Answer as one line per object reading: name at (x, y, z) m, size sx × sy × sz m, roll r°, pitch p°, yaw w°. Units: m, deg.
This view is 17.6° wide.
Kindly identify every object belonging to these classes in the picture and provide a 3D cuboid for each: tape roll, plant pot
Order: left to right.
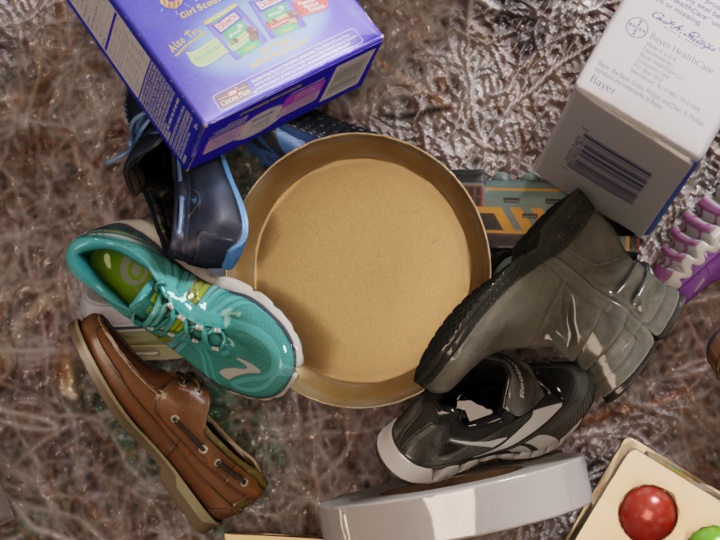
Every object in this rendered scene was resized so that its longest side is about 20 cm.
plant pot at (0.000, 0.000, 1.706) m, size 0.198 × 0.027 × 0.202 m, roll 0°, pitch 91°, yaw 13°
tape roll at (0.068, 0.169, 1.689) m, size 0.201 × 0.203 × 0.037 m, roll -11°, pitch 89°, yaw 5°

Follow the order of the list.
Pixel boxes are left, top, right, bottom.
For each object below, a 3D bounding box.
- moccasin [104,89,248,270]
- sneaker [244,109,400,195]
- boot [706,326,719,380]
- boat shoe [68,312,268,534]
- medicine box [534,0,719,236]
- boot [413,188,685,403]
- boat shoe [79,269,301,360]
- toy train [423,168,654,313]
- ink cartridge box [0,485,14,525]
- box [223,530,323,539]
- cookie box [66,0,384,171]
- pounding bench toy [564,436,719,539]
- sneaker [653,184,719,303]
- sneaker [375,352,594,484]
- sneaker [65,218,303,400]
moccasin at (-0.142, -0.082, 1.723) m, size 0.068 × 0.200 × 0.081 m, roll 0°, pitch 127°, yaw -28°
sneaker at (-0.055, -0.089, 1.770) m, size 0.199 × 0.066 × 0.079 m, roll 28°, pitch 119°, yaw 13°
boot at (0.351, 0.038, 1.700) m, size 0.200 × 0.097 × 0.075 m, roll -42°, pitch 126°, yaw 16°
boat shoe at (-0.144, 0.103, 1.758) m, size 0.068 × 0.072 × 0.200 m, roll -32°, pitch 114°, yaw 6°
medicine box at (0.225, -0.153, 1.660) m, size 0.103 × 0.182 × 0.201 m, roll 31°, pitch 74°, yaw 4°
boot at (0.140, 0.046, 1.642) m, size 0.131 × 0.068 × 0.200 m, roll 46°, pitch 65°, yaw -3°
boat shoe at (-0.114, 0.033, 1.781) m, size 0.198 × 0.072 × 0.062 m, roll -1°, pitch 127°, yaw 4°
toy train at (0.121, -0.018, 1.748) m, size 0.198 × 0.085 × 0.115 m, roll 1°, pitch 81°, yaw 5°
ink cartridge box at (-0.391, 0.169, 1.758) m, size 0.199 × 0.145 × 0.148 m, roll -27°, pitch 87°, yaw 4°
box at (-0.030, 0.304, 1.787) m, size 0.162 × 0.021 × 0.202 m, roll 3°, pitch 90°, yaw 5°
cookie box at (-0.110, -0.199, 1.714) m, size 0.171 × 0.075 × 0.201 m, roll -28°, pitch 75°, yaw -29°
pounding bench toy at (0.249, 0.229, 1.695) m, size 0.199 × 0.156 × 0.125 m, roll 31°, pitch 92°, yaw 4°
sneaker at (0.307, -0.037, 1.735) m, size 0.200 × 0.081 × 0.088 m, roll -44°, pitch 107°, yaw 8°
sneaker at (0.107, 0.096, 1.696) m, size 0.067 × 0.199 × 0.091 m, roll 56°, pitch 139°, yaw 23°
sneaker at (-0.132, 0.033, 1.687) m, size 0.199 × 0.080 × 0.078 m, roll 31°, pitch 106°, yaw 19°
